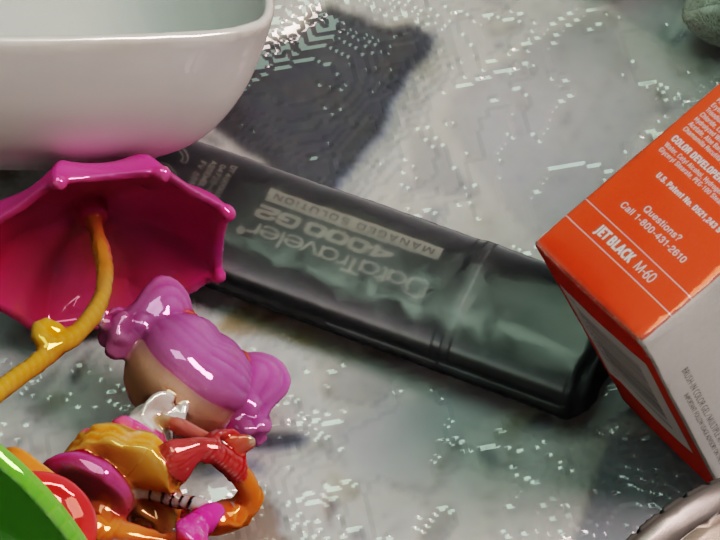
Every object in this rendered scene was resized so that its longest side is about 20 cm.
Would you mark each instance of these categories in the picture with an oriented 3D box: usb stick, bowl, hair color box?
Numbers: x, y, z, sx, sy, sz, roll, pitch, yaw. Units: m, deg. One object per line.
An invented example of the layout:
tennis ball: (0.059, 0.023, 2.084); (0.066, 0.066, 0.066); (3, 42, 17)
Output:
usb stick: (0.000, 0.000, 1.042); (0.199, 0.033, 0.056); (20, 64, 15)
bowl: (-0.142, -0.101, 1.042); (0.199, 0.075, 0.200); (0, 34, -16)
hair color box: (0.166, -0.029, 0.968); (0.200, 0.111, 0.064); (-41, 52, -5)

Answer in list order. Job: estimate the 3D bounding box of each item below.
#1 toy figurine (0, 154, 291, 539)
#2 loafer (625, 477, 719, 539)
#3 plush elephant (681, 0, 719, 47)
toy figurine: (-0.087, 0.047, 0.966); (0.200, 0.150, 0.184); (35, 49, -1)
loafer: (0.082, 0.146, 0.919); (0.071, 0.073, 0.200); (43, 70, 15)
plush elephant: (0.184, -0.137, 1.051); (0.200, 0.155, 0.165); (34, 105, 6)
